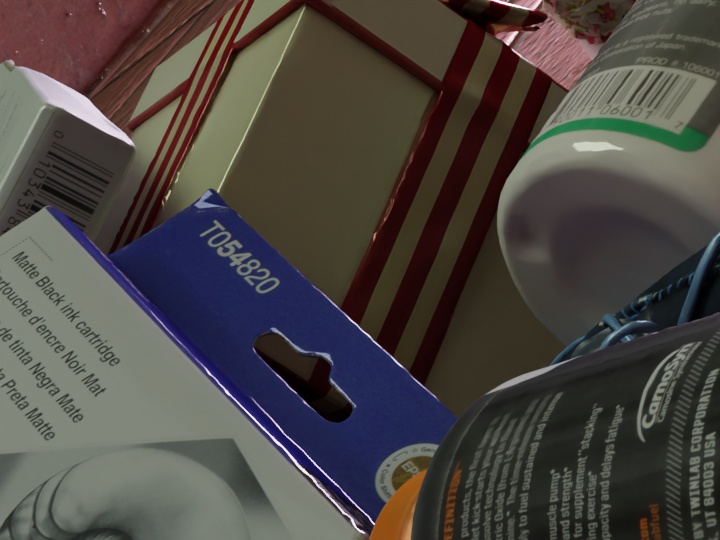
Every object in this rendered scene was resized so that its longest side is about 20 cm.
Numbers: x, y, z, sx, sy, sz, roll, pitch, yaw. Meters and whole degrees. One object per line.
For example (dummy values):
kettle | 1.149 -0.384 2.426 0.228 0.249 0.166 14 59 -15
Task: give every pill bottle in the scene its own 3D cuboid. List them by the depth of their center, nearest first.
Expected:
pill bottle | 0.082 0.066 0.580 0.200 0.106 0.106 -21 25 53
pill bottle | 0.140 -0.060 0.823 0.200 0.113 0.113 -51 14 -33

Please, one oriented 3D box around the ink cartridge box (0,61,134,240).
ink cartridge box | -0.158 0.020 0.930 0.200 0.040 0.200 -62 16 3

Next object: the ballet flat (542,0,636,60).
ballet flat | 0.130 -0.096 0.953 0.075 0.064 0.200 9 8 34

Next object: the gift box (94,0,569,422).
gift box | 0.000 0.000 0.939 0.184 0.200 0.187 -20 42 55

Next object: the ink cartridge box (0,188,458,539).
ink cartridge box | -0.080 0.060 0.713 0.200 0.041 0.199 -34 45 -16

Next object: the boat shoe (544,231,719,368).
boat shoe | 0.097 0.044 0.717 0.068 0.084 0.200 -29 -11 -30
